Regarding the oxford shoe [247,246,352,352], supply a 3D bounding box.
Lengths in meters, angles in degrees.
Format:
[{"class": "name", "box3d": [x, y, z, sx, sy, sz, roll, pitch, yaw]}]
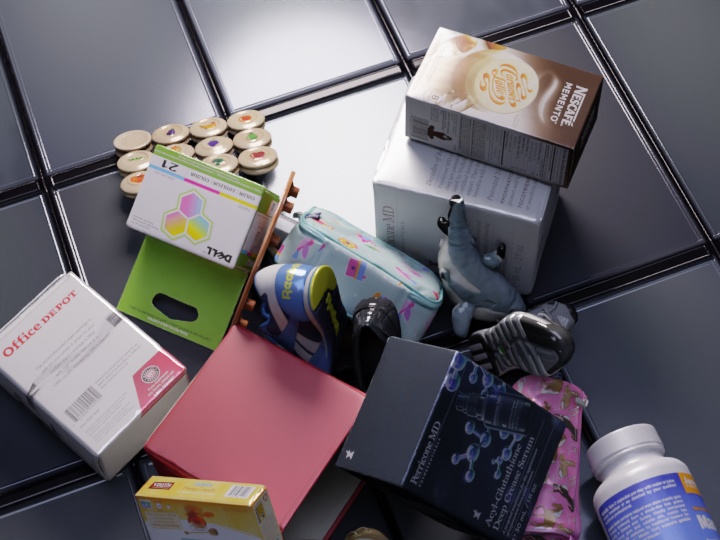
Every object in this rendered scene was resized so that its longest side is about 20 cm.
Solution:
[{"class": "oxford shoe", "box3d": [-0.068, 0.032, 1.757, 0.084, 0.073, 0.200, -11, 46, -40]}]

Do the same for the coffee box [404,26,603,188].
[{"class": "coffee box", "box3d": [0.161, -0.185, 1.666, 0.199, 0.080, 0.115, 18, 60, 12]}]

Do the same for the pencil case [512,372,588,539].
[{"class": "pencil case", "box3d": [0.203, 0.214, 1.625, 0.082, 0.086, 0.201, 21, 58, -22]}]

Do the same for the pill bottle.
[{"class": "pill bottle", "box3d": [0.315, 0.269, 1.569, 0.111, 0.112, 0.201, -15, 61, -7]}]

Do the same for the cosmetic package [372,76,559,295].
[{"class": "cosmetic package", "box3d": [0.132, -0.100, 1.760, 0.198, 0.168, 0.167, 14, 60, 11]}]

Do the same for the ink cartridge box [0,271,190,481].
[{"class": "ink cartridge box", "box3d": [-0.314, 0.119, 1.695, 0.200, 0.085, 0.146, 38, 67, 19]}]

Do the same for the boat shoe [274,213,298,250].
[{"class": "boat shoe", "box3d": [-0.155, -0.077, 1.819, 0.199, 0.070, 0.067, 13, 61, 18]}]

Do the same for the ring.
[{"class": "ring", "box3d": [-0.106, -0.015, 1.648, 0.019, 0.201, 0.202, 21, 61, -4]}]

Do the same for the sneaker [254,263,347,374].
[{"class": "sneaker", "box3d": [-0.063, 0.056, 1.595, 0.082, 0.201, 0.074, 7, 54, 13]}]

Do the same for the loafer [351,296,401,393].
[{"class": "loafer", "box3d": [0.026, 0.128, 1.621, 0.068, 0.202, 0.070, -5, 25, 17]}]

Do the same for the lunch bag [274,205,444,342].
[{"class": "lunch bag", "box3d": [0.000, 0.000, 1.701, 0.199, 0.160, 0.077, 32, 104, 0]}]

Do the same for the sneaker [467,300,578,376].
[{"class": "sneaker", "box3d": [0.209, 0.065, 1.659, 0.115, 0.200, 0.075, -26, 96, -23]}]

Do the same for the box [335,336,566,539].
[{"class": "box", "box3d": [0.097, 0.180, 1.534, 0.107, 0.200, 0.149, 9, 71, 49]}]

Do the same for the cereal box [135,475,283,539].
[{"class": "cereal box", "box3d": [-0.136, 0.304, 1.497, 0.143, 0.201, 0.040, -1, 27, 29]}]

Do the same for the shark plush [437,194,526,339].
[{"class": "shark plush", "box3d": [0.132, -0.016, 1.704, 0.083, 0.201, 0.091, -11, 32, 11]}]

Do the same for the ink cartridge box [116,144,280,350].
[{"class": "ink cartridge box", "box3d": [-0.201, -0.025, 1.735, 0.147, 0.076, 0.201, 21, 89, 12]}]

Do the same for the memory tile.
[{"class": "memory tile", "box3d": [-0.208, -0.150, 1.853, 0.198, 0.017, 0.154, -12, 35, -6]}]

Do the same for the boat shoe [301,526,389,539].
[{"class": "boat shoe", "box3d": [0.007, 0.308, 1.549, 0.199, 0.074, 0.067, 20, 44, -31]}]

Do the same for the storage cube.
[{"class": "storage cube", "box3d": [-0.101, 0.198, 1.592, 0.179, 0.171, 0.201, 26, 64, 18]}]
